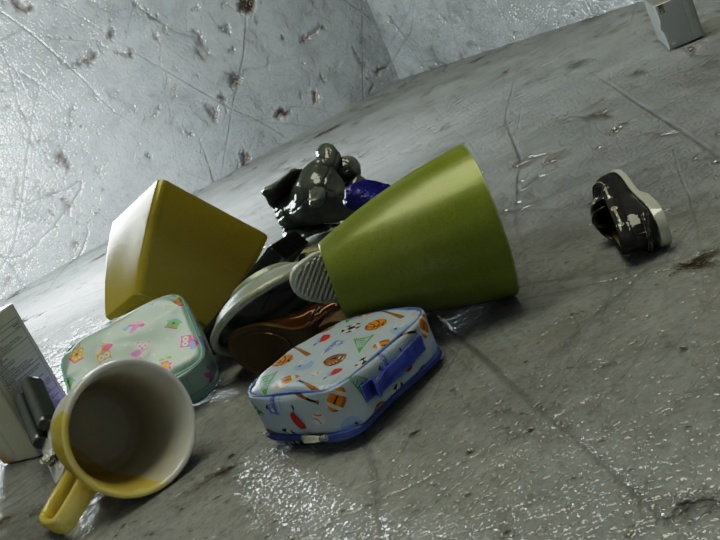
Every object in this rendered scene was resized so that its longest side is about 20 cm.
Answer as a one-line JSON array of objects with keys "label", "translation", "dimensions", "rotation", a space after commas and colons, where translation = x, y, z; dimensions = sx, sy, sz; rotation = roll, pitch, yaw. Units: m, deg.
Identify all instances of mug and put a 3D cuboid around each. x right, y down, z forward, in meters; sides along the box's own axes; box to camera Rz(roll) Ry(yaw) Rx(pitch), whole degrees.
[{"label": "mug", "translation": [-0.299, 0.189, 1.128], "dimensions": [0.186, 0.150, 0.153], "rotation": [-26, 5, -32]}]

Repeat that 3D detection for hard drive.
[{"label": "hard drive", "translation": [-0.160, 0.035, 1.435], "dimensions": [0.200, 0.033, 0.140], "rotation": [-51, -1, 16]}]

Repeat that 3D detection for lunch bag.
[{"label": "lunch bag", "translation": [-0.013, 0.112, 1.053], "dimensions": [0.160, 0.076, 0.200], "rotation": [-9, 21, 41]}, {"label": "lunch bag", "translation": [-0.297, 0.137, 1.329], "dimensions": [0.199, 0.077, 0.161], "rotation": [-29, 49, -6]}]

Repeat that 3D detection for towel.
[{"label": "towel", "translation": [0.079, -0.086, 1.387], "dimensions": [0.199, 0.050, 0.148], "rotation": [16, 4, 4]}]

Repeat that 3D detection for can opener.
[{"label": "can opener", "translation": [-0.406, 0.210, 1.308], "dimensions": [0.066, 0.053, 0.200], "rotation": [11, 19, -40]}]

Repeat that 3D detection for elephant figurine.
[{"label": "elephant figurine", "translation": [-0.090, -0.099, 1.579], "dimensions": [0.199, 0.155, 0.142], "rotation": [-26, 53, 34]}]

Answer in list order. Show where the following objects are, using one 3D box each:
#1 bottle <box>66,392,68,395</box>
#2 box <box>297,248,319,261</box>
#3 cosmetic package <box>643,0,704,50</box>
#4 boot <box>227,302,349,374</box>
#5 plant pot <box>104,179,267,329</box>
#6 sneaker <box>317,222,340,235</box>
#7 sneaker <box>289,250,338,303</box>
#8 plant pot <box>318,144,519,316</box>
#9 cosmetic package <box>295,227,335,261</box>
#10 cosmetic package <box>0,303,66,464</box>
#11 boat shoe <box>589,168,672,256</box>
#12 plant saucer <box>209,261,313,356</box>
[{"label": "bottle", "translation": [-0.372, 0.172, 1.442], "dimensions": [0.083, 0.066, 0.200], "rotation": [-19, 15, 26]}, {"label": "box", "translation": [0.000, 0.000, 1.397], "dimensions": [0.199, 0.070, 0.065], "rotation": [-14, 51, 37]}, {"label": "cosmetic package", "translation": [0.700, -0.568, 2.223], "dimensions": [0.090, 0.107, 0.200], "rotation": [-22, 16, 13]}, {"label": "boot", "translation": [-0.063, 0.063, 1.301], "dimensions": [0.199, 0.077, 0.155], "rotation": [-19, 15, 25]}, {"label": "plant pot", "translation": [-0.296, 0.008, 1.567], "dimensions": [0.200, 0.199, 0.177], "rotation": [-29, 40, 49]}, {"label": "sneaker", "translation": [-0.008, -0.058, 1.634], "dimensions": [0.129, 0.080, 0.199], "rotation": [-28, 14, -5]}, {"label": "sneaker", "translation": [-0.003, -0.008, 1.265], "dimensions": [0.199, 0.074, 0.082], "rotation": [-15, 9, -19]}, {"label": "plant pot", "translation": [0.058, -0.024, 1.163], "dimensions": [0.199, 0.188, 0.187], "rotation": [-21, 14, 1]}, {"label": "cosmetic package", "translation": [-0.005, -0.026, 1.526], "dimensions": [0.199, 0.073, 0.103], "rotation": [-10, 19, 45]}, {"label": "cosmetic package", "translation": [-0.506, 0.163, 1.421], "dimensions": [0.087, 0.201, 0.103], "rotation": [-16, 17, 29]}, {"label": "boat shoe", "translation": [0.304, -0.066, 1.176], "dimensions": [0.060, 0.074, 0.200], "rotation": [-19, 23, 1]}, {"label": "plant saucer", "translation": [-0.118, 0.039, 1.324], "dimensions": [0.199, 0.050, 0.200], "rotation": [-28, -21, -12]}]
